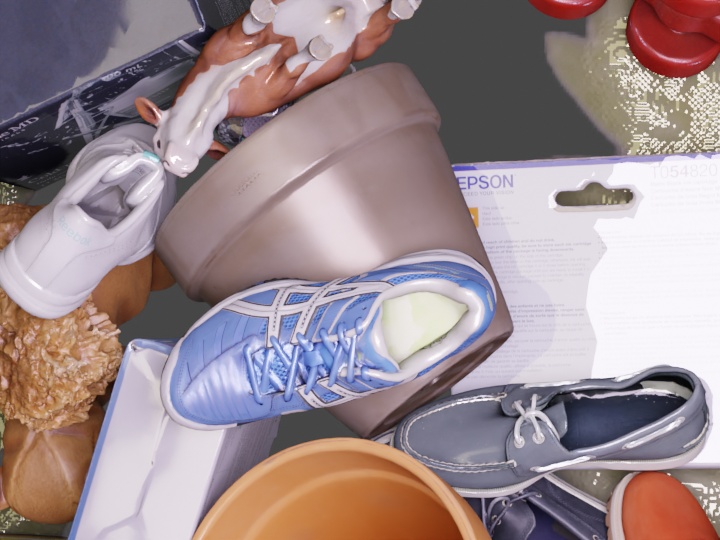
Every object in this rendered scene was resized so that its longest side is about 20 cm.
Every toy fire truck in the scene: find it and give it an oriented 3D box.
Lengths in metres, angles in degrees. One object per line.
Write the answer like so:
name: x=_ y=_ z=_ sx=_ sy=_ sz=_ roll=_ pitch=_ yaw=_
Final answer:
toy fire truck: x=0.199 y=-0.233 z=1.132 sx=0.199 sy=0.112 sz=0.169 roll=30 pitch=74 yaw=10

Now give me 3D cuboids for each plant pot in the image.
plant pot: x=0.009 y=0.209 z=1.011 sx=0.198 sy=0.140 sz=0.202 roll=-10 pitch=68 yaw=26
plant pot: x=0.000 y=0.000 z=1.096 sx=0.199 sy=0.200 sz=0.174 roll=-37 pitch=79 yaw=6

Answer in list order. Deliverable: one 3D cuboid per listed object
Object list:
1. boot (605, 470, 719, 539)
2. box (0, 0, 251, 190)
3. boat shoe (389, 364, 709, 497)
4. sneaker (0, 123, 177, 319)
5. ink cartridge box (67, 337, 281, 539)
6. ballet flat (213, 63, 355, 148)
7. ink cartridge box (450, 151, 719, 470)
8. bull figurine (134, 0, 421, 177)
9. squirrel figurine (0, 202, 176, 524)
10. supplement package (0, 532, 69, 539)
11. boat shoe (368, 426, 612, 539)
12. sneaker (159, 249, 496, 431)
boot: x=0.218 y=0.184 z=1.053 sx=0.108 sy=0.074 sz=0.201 roll=-64 pitch=39 yaw=39
box: x=-0.181 y=-0.152 z=1.146 sx=0.198 sy=0.197 sz=0.125 roll=-24 pitch=82 yaw=9
boat shoe: x=0.115 y=0.090 z=1.081 sx=0.198 sy=0.062 sz=0.073 roll=-5 pitch=57 yaw=0
sneaker: x=-0.142 y=-0.048 z=1.071 sx=0.075 sy=0.200 sz=0.089 roll=39 pitch=121 yaw=-8
ink cartridge box: x=-0.104 y=0.115 z=1.114 sx=0.076 sy=0.200 sz=0.138 roll=18 pitch=91 yaw=11
ballet flat: x=-0.027 y=-0.149 z=1.154 sx=0.071 sy=0.072 sz=0.201 roll=20 pitch=58 yaw=11
ink cartridge box: x=0.155 y=0.028 z=1.150 sx=0.197 sy=0.041 sz=0.202 roll=-1 pitch=87 yaw=12
bull figurine: x=-0.042 y=-0.130 z=1.040 sx=0.200 sy=0.121 sz=0.065 roll=-40 pitch=97 yaw=-33
squirrel figurine: x=-0.202 y=0.063 z=1.135 sx=0.140 sy=0.200 sz=0.189 roll=2 pitch=75 yaw=4
supplement package: x=-0.216 y=0.235 z=1.172 sx=0.198 sy=0.114 sz=0.111 roll=1 pitch=88 yaw=11
boat shoe: x=0.091 y=0.158 z=1.121 sx=0.198 sy=0.062 sz=0.075 roll=26 pitch=123 yaw=-2
sneaker: x=-0.018 y=0.036 z=0.979 sx=0.198 sy=0.077 sz=0.076 roll=-21 pitch=97 yaw=-3
